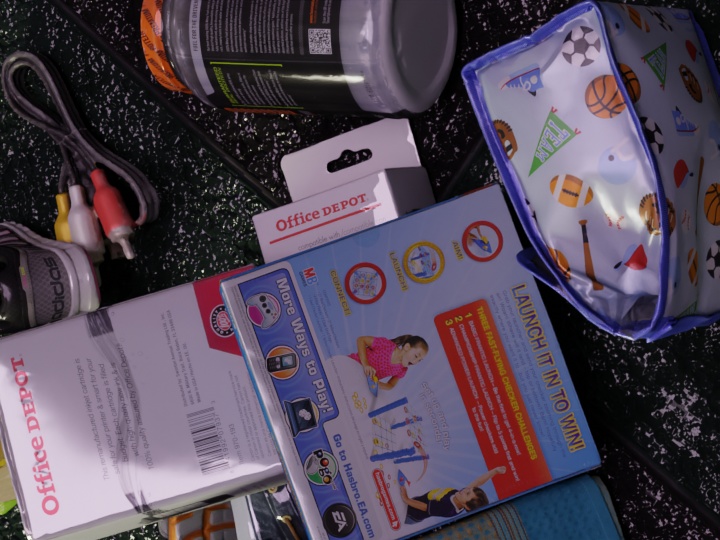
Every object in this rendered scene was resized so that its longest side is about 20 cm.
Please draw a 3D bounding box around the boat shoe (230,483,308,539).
[{"bbox_3d":[-0.054,0.122,1.524,0.091,0.071,0.201,-16,89,23],"label":"boat shoe"}]

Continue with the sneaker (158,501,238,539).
[{"bbox_3d":[-0.123,0.247,1.567,0.077,0.078,0.200,-14,83,43],"label":"sneaker"}]

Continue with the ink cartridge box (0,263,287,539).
[{"bbox_3d":[-0.143,0.097,1.462,0.200,0.083,0.146,-16,79,4],"label":"ink cartridge box"}]

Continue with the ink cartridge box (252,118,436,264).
[{"bbox_3d":[0.000,0.000,1.477,0.116,0.068,0.200,-19,85,27],"label":"ink cartridge box"}]

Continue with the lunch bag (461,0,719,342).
[{"bbox_3d":[0.169,-0.055,1.319,0.124,0.170,0.200,-27,82,31],"label":"lunch bag"}]

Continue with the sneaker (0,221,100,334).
[{"bbox_3d":[-0.281,0.007,1.603,0.200,0.087,0.074,9,106,52],"label":"sneaker"}]

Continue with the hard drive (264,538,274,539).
[{"bbox_3d":[-0.086,0.295,1.419,0.139,0.033,0.200,-24,82,31],"label":"hard drive"}]

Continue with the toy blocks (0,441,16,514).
[{"bbox_3d":[-0.264,0.123,1.598,0.200,0.137,0.100,-40,75,26],"label":"toy blocks"}]

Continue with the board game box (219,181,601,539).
[{"bbox_3d":[0.031,0.069,1.387,0.195,0.056,0.200,-19,87,-6],"label":"board game box"}]

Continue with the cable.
[{"bbox_3d":[-0.218,-0.086,1.601,0.097,0.050,0.200,-31,80,36],"label":"cable"}]

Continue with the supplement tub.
[{"bbox_3d":[-0.044,-0.169,1.458,0.200,0.122,0.123,5,97,28],"label":"supplement tub"}]

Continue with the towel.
[{"bbox_3d":[0.098,0.230,1.385,0.022,0.200,0.147,-32,77,65],"label":"towel"}]
